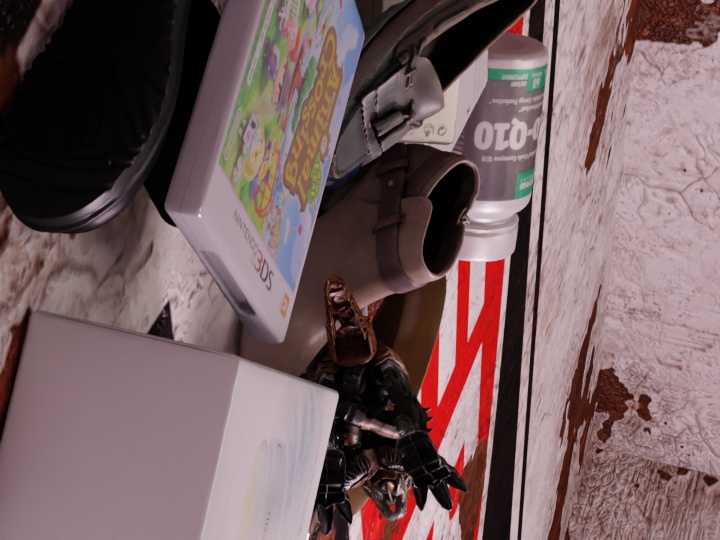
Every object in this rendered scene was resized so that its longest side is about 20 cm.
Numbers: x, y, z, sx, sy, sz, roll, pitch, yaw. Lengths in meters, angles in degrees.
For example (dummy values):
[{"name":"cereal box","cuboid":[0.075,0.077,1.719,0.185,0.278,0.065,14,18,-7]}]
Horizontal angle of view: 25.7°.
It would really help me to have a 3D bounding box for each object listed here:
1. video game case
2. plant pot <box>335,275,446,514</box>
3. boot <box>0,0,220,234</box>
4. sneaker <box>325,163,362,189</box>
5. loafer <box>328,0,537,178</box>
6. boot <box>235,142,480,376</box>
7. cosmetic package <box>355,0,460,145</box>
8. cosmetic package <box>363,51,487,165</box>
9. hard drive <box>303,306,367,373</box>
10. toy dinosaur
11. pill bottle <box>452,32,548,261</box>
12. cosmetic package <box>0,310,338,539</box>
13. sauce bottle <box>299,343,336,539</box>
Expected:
[{"name":"video game case","cuboid":[-0.043,-0.085,0.831,0.182,0.022,0.202,66,36,-66]},{"name":"plant pot","cuboid":[0.013,0.087,1.193,0.200,0.027,0.202,-157,-91,-83]},{"name":"boot","cuboid":[-0.103,-0.067,0.801,0.169,0.075,0.202,71,27,-55]},{"name":"sneaker","cuboid":[-0.058,-0.080,1.007,0.089,0.075,0.200,-62,159,-5]},{"name":"loafer","cuboid":[0.040,-0.131,0.981,0.201,0.063,0.072,-53,159,-23]},{"name":"boot","cuboid":[0.000,0.000,1.072,0.070,0.145,0.202,35,66,-35]},{"name":"cosmetic package","cuboid":[0.022,-0.194,1.081,0.105,0.070,0.203,27,-66,59]},{"name":"cosmetic package","cuboid":[0.045,-0.154,1.283,0.201,0.080,0.114,-65,161,-46]},{"name":"hard drive","cuboid":[-0.029,0.050,1.248,0.140,0.033,0.202,-63,158,-44]},{"name":"toy dinosaur","cuboid":[-0.002,0.092,1.015,0.200,0.101,0.136,51,18,-33]},{"name":"pill bottle","cuboid":[0.112,-0.119,1.496,0.113,0.112,0.202,-47,145,-63]},{"name":"cosmetic package","cuboid":[-0.109,0.142,0.850,0.200,0.122,0.202,31,71,-73]},{"name":"sauce bottle","cuboid":[-0.036,0.115,1.100,0.200,0.064,0.065,-64,160,-57]}]
